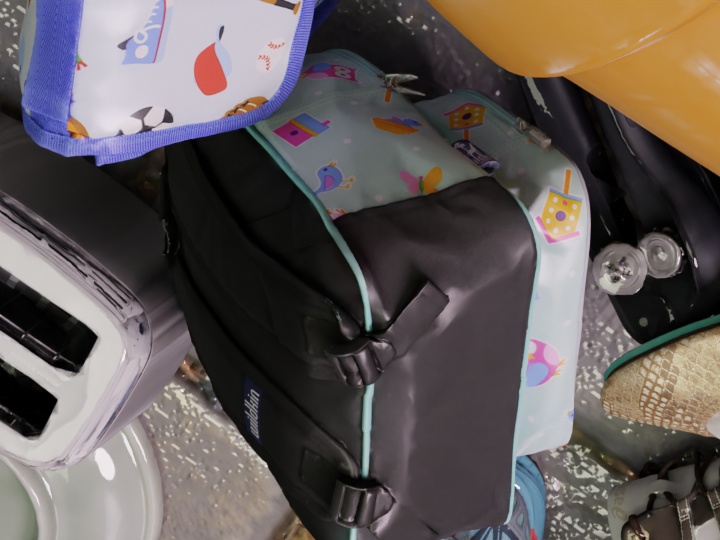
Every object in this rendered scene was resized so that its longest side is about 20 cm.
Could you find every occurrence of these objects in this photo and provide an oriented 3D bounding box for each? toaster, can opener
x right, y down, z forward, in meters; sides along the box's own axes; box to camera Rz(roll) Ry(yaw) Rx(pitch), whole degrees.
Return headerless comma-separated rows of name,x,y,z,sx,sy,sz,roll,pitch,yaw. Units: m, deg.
toaster,-0.156,0.013,0.869,0.199,0.129,0.114,35,105,1
can opener,0.098,-0.062,0.777,0.063,0.079,0.201,-26,95,25

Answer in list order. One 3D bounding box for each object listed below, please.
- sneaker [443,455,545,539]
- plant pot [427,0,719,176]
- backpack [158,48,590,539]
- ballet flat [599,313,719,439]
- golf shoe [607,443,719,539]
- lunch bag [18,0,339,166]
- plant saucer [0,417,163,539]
sneaker,0.049,0.184,0.916,0.079,0.096,0.202,2,118,21
plant pot,0.143,-0.119,0.664,0.200,0.201,0.183,-33,118,33
backpack,0.000,0.000,0.788,0.200,0.152,0.177,40,142,44
ballet flat,0.196,0.036,0.751,0.198,0.071,0.066,-22,65,9
golf shoe,0.160,0.111,0.842,0.094,0.078,0.201,26,123,7
lunch bag,-0.064,-0.153,0.709,0.123,0.200,0.171,18,122,11
plant saucer,-0.205,0.114,1.007,0.198,0.050,0.202,10,121,16
